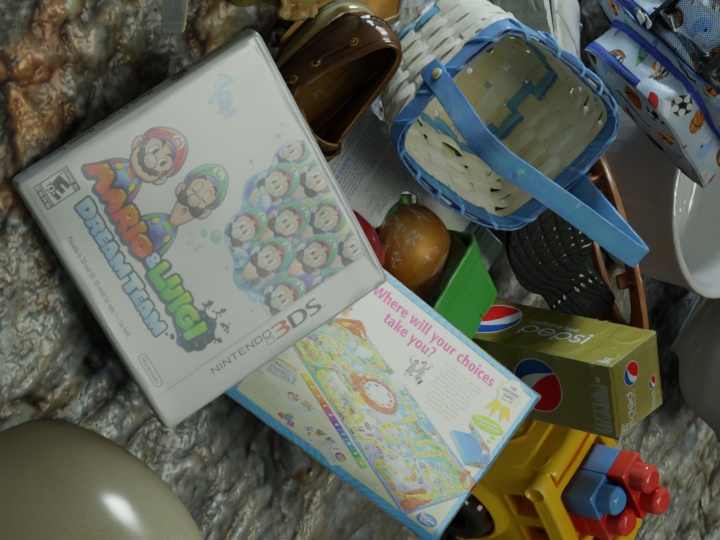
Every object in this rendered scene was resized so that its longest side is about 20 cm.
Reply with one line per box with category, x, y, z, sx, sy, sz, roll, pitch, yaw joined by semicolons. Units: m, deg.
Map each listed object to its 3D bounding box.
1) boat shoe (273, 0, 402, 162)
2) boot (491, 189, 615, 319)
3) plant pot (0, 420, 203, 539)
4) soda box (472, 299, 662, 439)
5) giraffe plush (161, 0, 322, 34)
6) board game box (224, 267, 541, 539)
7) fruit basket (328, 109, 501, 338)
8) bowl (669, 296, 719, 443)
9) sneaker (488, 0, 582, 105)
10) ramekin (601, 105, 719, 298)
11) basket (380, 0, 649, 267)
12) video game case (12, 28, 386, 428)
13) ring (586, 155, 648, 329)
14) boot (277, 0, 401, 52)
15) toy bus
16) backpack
boat shoe;-0.050;-0.096;1.306;0.200;0.068;0.072;-48;128;-1
boot;0.131;-0.044;1.534;0.070;0.132;0.200;-28;148;0
plant pot;-0.168;0.206;1.220;0.200;0.134;0.201;-15;110;-48
soda box;0.133;0.071;1.506;0.068;0.199;0.064;-31;122;-42
giraffe plush;-0.054;-0.231;1.250;0.162;0.172;0.201;15;96;-59
board game box;0.014;0.083;1.359;0.200;0.034;0.135;39;85;-22
fruit basket;0.000;0.000;1.421;0.200;0.094;0.186;40;71;-30
bowl;0.356;0.056;1.839;0.201;0.090;0.201;-57;171;-14
sneaker;0.154;-0.171;1.582;0.080;0.076;0.201;-41;130;-50
ramekin;0.294;-0.081;1.752;0.200;0.097;0.201;-17;112;-48
basket;0.108;-0.093;1.355;0.176;0.200;0.139;34;102;-37
video game case;-0.099;-0.025;1.255;0.182;0.024;0.200;-34;116;-12
ring;0.202;-0.017;1.619;0.019;0.201;0.201;-14;117;-3
boot;-0.002;-0.248;1.382;0.201;0.071;0.145;-32;109;-32
toy bus;0.166;0.187;1.586;0.136;0.191;0.200;-54;137;-30
backpack;0.274;-0.177;1.586;0.154;0.191;0.200;-32;142;4
